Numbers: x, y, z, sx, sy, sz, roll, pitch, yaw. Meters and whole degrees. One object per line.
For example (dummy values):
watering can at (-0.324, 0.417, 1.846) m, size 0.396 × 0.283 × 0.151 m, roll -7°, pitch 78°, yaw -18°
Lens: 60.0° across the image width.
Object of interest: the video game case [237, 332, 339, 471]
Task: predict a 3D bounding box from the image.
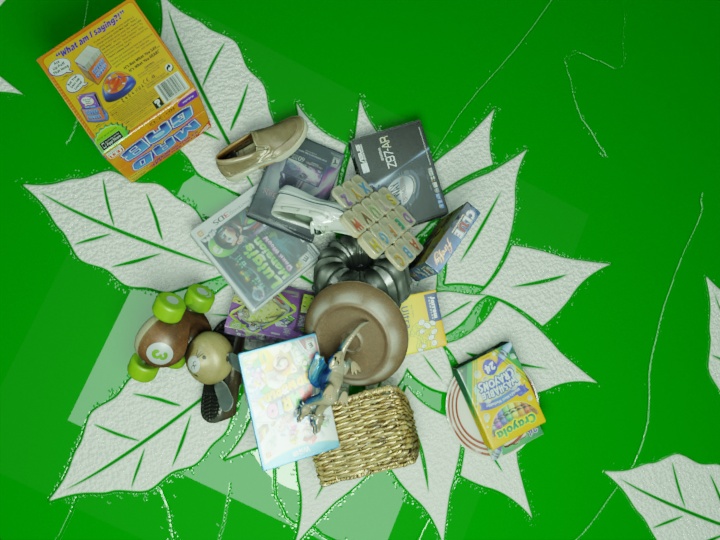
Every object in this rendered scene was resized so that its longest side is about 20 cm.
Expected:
video game case at (-0.124, 0.226, 1.081) m, size 0.140 × 0.018 × 0.206 m, roll -13°, pitch 91°, yaw -17°

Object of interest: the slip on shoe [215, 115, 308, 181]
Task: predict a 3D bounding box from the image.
slip on shoe at (-0.196, -0.250, 1.229) m, size 0.196 × 0.061 × 0.077 m, roll -27°, pitch 60°, yaw 4°

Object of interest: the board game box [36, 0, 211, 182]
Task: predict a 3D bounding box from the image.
board game box at (-0.425, -0.325, 1.161) m, size 0.198 × 0.200 × 0.202 m, roll -36°, pitch 89°, yaw -8°

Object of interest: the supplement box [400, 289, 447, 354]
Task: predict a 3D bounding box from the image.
supplement box at (0.055, 0.113, 1.218) m, size 0.195 × 0.110 × 0.112 m, roll -12°, pitch 86°, yaw -8°

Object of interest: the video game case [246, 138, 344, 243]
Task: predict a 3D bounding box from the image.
video game case at (-0.128, -0.172, 1.252) m, size 0.140 × 0.019 × 0.204 m, roll 21°, pitch 70°, yaw -4°

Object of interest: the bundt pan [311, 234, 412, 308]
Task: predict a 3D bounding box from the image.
bundt pan at (0.000, 0.000, 1.181) m, size 0.196 × 0.077 × 0.205 m, roll -4°, pitch 42°, yaw 3°

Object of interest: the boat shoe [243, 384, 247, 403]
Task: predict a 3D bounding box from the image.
boat shoe at (-0.145, 0.187, 1.213) m, size 0.072 × 0.065 × 0.199 m, roll 44°, pitch 63°, yaw 12°

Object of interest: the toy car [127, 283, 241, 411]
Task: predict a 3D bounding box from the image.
toy car at (-0.288, 0.155, 1.115) m, size 0.199 × 0.157 × 0.166 m, roll 37°, pitch 112°, yaw 16°

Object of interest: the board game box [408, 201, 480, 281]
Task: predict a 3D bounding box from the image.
board game box at (0.152, -0.050, 1.199) m, size 0.034 × 0.200 × 0.137 m, roll 36°, pitch 83°, yaw -2°

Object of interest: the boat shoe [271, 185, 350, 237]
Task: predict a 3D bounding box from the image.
boat shoe at (-0.076, -0.094, 1.187) m, size 0.196 × 0.074 × 0.068 m, roll 19°, pitch 63°, yaw 14°

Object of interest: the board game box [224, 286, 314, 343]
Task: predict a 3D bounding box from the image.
board game box at (-0.154, 0.085, 1.210) m, size 0.195 × 0.033 × 0.122 m, roll 13°, pitch 47°, yaw -4°

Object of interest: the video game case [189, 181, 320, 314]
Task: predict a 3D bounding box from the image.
video game case at (-0.202, -0.049, 1.218) m, size 0.181 × 0.023 × 0.201 m, roll -39°, pitch 84°, yaw -21°

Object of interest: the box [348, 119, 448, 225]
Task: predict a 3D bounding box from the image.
box at (0.077, -0.188, 1.282) m, size 0.156 × 0.044 × 0.205 m, roll -16°, pitch 87°, yaw -8°

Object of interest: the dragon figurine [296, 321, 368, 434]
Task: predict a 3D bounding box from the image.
dragon figurine at (-0.052, 0.174, 1.058) m, size 0.058 × 0.099 × 0.205 m, roll 25°, pitch 72°, yaw -27°

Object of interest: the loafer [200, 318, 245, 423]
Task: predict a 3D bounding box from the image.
loafer at (-0.259, 0.192, 1.206) m, size 0.071 × 0.071 × 0.205 m, roll 1°, pitch 73°, yaw 29°

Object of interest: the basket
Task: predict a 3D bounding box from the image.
basket at (0.004, 0.292, 1.172) m, size 0.195 × 0.143 × 0.153 m, roll -18°, pitch 89°, yaw 11°

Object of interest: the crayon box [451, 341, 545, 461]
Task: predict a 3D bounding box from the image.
crayon box at (0.279, 0.260, 1.236) m, size 0.123 × 0.052 × 0.204 m, roll -24°, pitch 88°, yaw -8°

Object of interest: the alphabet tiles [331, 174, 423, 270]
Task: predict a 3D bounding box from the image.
alphabet tiles at (0.036, -0.095, 1.167) m, size 0.196 × 0.200 × 0.015 m, roll 49°, pitch 124°, yaw 1°

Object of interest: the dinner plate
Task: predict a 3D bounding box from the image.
dinner plate at (0.267, 0.276, 1.269) m, size 0.194 × 0.024 × 0.206 m, roll 1°, pitch 85°, yaw -7°

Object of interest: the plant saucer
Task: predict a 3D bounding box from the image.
plant saucer at (-0.013, 0.121, 1.111) m, size 0.195 × 0.037 × 0.206 m, roll 5°, pitch 110°, yaw 13°
